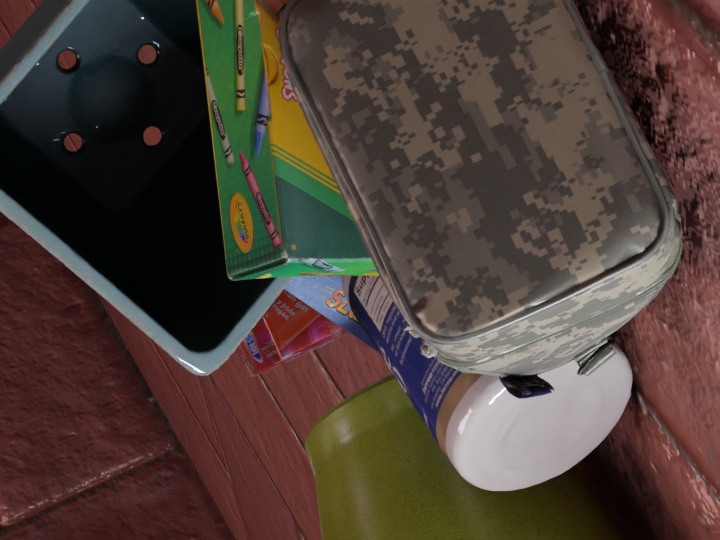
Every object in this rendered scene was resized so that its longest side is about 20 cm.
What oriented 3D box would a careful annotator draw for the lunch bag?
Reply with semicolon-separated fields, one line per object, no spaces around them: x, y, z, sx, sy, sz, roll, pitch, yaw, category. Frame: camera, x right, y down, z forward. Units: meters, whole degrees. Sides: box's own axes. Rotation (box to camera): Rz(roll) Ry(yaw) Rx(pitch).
0.062;-0.050;1.036;0.200;0.139;0.168;64;-173;13;lunch bag

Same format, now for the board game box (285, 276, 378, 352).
0.000;0.000;1.388;0.200;0.034;0.135;35;-162;-44;board game box

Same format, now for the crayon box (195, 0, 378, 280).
-0.017;-0.097;1.141;0.058;0.119;0.201;-18;77;52;crayon box

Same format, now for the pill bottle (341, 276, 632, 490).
0.057;0.017;1.227;0.200;0.111;0.111;56;166;39;pill bottle

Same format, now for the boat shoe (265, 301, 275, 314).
-0.065;-0.054;1.460;0.062;0.200;0.075;22;173;-25;boat shoe

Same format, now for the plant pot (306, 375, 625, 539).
0.060;0.161;1.302;0.200;0.200;0.193;96;153;-68;plant pot

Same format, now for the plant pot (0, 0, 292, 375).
-0.124;-0.090;1.264;0.196;0.196;0.200;42;174;-22;plant pot

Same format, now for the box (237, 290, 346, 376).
-0.052;0.017;1.741;0.096;0.100;0.200;64;168;2;box
